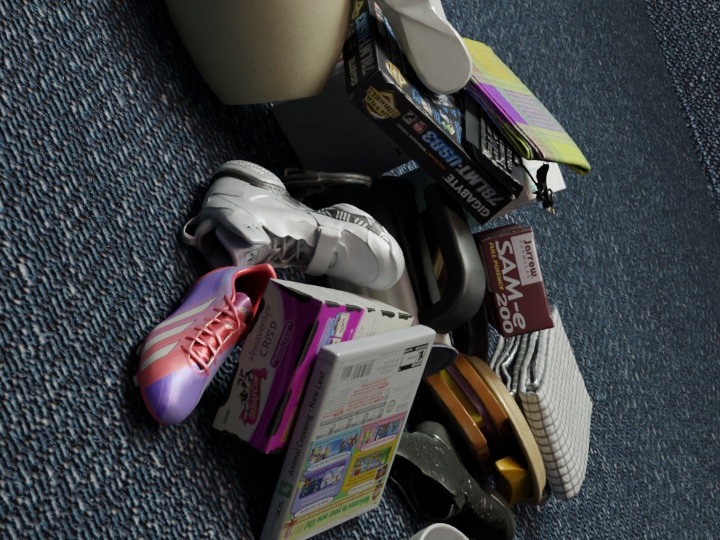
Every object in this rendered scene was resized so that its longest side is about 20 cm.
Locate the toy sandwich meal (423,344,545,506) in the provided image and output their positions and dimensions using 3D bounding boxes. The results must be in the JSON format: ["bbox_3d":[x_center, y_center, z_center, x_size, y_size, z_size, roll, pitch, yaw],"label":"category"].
[{"bbox_3d":[0.130,0.178,1.706,0.206,0.070,0.205,59,-12,20],"label":"toy sandwich meal"}]

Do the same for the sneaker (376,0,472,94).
[{"bbox_3d":[0.044,-0.265,1.514,0.088,0.075,0.201,-128,-162,-80],"label":"sneaker"}]

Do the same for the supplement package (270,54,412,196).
[{"bbox_3d":[0.006,-0.180,1.719,0.120,0.121,0.200,61,24,-13],"label":"supplement package"}]

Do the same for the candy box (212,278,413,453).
[{"bbox_3d":[-0.037,0.086,1.370,0.200,0.061,0.137,14,99,-65],"label":"candy box"}]

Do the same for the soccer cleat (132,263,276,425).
[{"bbox_3d":[-0.126,0.054,1.292,0.067,0.076,0.200,59,25,-18],"label":"soccer cleat"}]

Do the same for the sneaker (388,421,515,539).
[{"bbox_3d":[0.088,0.233,1.610,0.200,0.060,0.104,54,26,-16],"label":"sneaker"}]

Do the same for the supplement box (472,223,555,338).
[{"bbox_3d":[0.163,0.009,1.727,0.200,0.060,0.110,-98,174,-88],"label":"supplement box"}]

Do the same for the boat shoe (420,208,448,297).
[{"bbox_3d":[0.093,-0.005,1.685,0.201,0.071,0.073,99,-19,-55],"label":"boat shoe"}]

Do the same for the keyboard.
[{"bbox_3d":[0.153,-0.123,1.585,0.127,0.021,0.200,42,21,-15],"label":"keyboard"}]

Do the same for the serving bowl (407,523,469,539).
[{"bbox_3d":[0.076,0.344,1.472,0.200,0.066,0.201,46,31,-38],"label":"serving bowl"}]

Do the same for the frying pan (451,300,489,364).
[{"bbox_3d":[0.118,0.037,1.808,0.191,0.031,0.115,-105,-166,-45],"label":"frying pan"}]

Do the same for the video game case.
[{"bbox_3d":[-0.009,0.143,1.380,0.200,0.022,0.183,-8,119,-63],"label":"video game case"}]

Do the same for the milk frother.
[{"bbox_3d":[0.000,0.000,1.539,0.199,0.180,0.189,-1,65,-32],"label":"milk frother"}]

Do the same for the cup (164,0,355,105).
[{"bbox_3d":[-0.092,-0.237,1.514,0.200,0.199,0.144,-28,114,-66],"label":"cup"}]

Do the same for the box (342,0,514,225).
[{"bbox_3d":[0.062,-0.166,1.566,0.198,0.050,0.200,40,21,-26],"label":"box"}]

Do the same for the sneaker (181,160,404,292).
[{"bbox_3d":[-0.064,-0.018,1.417,0.199,0.075,0.115,27,38,5],"label":"sneaker"}]

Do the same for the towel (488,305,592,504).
[{"bbox_3d":[0.208,0.155,1.863,0.200,0.085,0.166,-72,144,-57],"label":"towel"}]

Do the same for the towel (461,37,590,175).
[{"bbox_3d":[0.150,-0.176,1.628,0.200,0.023,0.143,51,23,22],"label":"towel"}]

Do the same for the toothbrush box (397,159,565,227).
[{"bbox_3d":[0.111,-0.088,1.762,0.086,0.199,0.146,67,23,2],"label":"toothbrush box"}]
